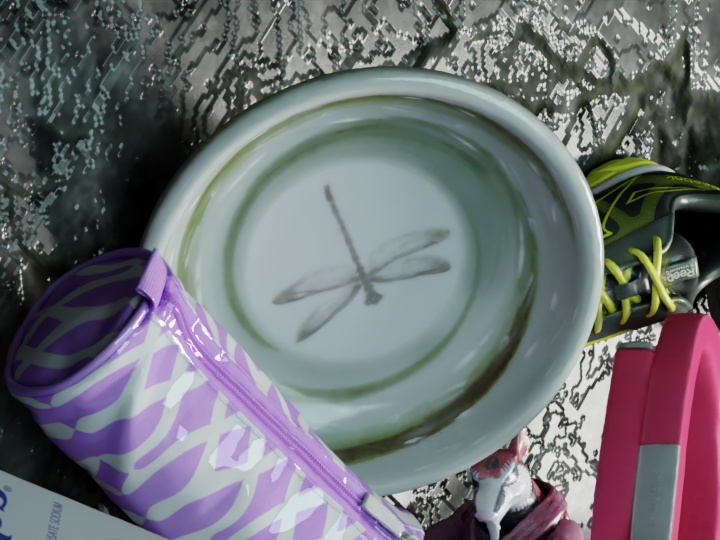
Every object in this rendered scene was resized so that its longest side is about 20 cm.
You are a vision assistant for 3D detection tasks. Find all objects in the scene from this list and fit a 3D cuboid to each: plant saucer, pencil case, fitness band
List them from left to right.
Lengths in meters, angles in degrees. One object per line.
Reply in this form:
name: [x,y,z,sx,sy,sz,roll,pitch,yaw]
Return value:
pencil case: [-0.052,0.076,1.026,0.200,0.085,0.084,45,47,-31]
plant saucer: [0.000,0.000,1.077,0.200,0.050,0.200,-6,119,-11]
fitness band: [0.136,0.114,1.155,0.144,0.037,0.200,68,28,-51]

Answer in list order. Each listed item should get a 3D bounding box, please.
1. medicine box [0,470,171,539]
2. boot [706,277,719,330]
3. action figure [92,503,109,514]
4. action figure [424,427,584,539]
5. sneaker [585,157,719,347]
medicine box: [-0.115,0.177,0.866,0.200,0.182,0.103,24,34,-14]
boot: [0.268,-0.007,1.381,0.200,0.068,0.188,46,58,-46]
action figure: [-0.134,0.185,1.008,0.200,0.105,0.194,12,81,-15]
action figure: [0.079,0.158,1.155,0.149,0.134,0.200,-16,112,-41]
sneaker: [0.106,-0.001,1.190,0.200,0.085,0.075,-34,117,-38]
